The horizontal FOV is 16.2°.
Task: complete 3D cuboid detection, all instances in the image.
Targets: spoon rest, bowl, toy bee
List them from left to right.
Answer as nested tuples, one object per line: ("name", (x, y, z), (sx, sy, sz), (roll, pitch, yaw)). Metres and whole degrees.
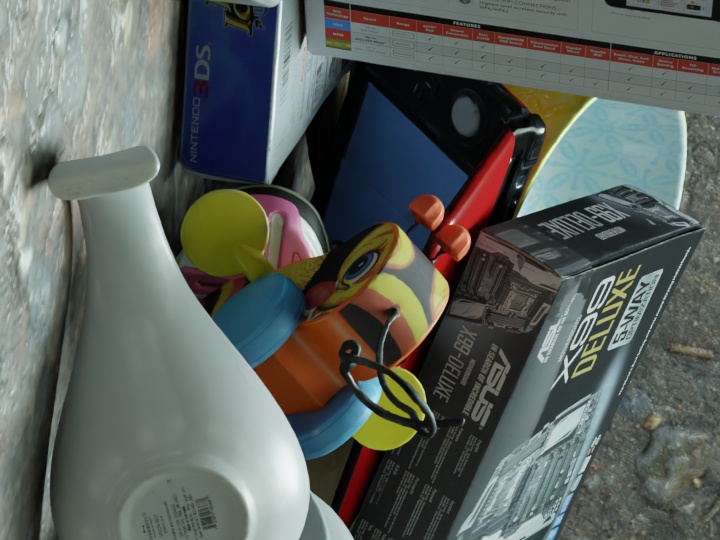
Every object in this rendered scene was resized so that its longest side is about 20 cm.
("spoon rest", (-0.076, 0.042, 0.952), (0.061, 0.099, 0.200), (-106, -174, -64))
("toy bee", (-0.004, 0.023, 1.023), (0.109, 0.200, 0.131), (-51, 135, -25))
("bowl", (0.077, -0.029, 1.340), (0.200, 0.108, 0.200), (-40, 142, -40))

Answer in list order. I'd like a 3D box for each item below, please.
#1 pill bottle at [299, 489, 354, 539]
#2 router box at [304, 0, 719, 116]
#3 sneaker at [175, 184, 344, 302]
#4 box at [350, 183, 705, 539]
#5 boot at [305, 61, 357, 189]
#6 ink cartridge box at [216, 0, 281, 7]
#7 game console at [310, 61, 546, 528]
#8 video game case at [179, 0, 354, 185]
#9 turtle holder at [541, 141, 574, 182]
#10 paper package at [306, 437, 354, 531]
("pill bottle", (-0.052, 0.153, 1.097), (0.200, 0.116, 0.116), (80, 21, -65))
("router box", (0.076, -0.153, 1.039), (0.180, 0.200, 0.049), (89, 15, -49))
("sneaker", (-0.044, 0.002, 1.154), (0.200, 0.074, 0.087), (92, 10, -62))
("box", (0.076, 0.063, 1.221), (0.158, 0.050, 0.200), (-17, 135, -58))
("boot", (0.042, -0.125, 1.303), (0.077, 0.138, 0.200), (-109, -159, -57))
("ink cartridge box", (-0.069, -0.163, 0.761), (0.200, 0.086, 0.148), (-1, 100, -80))
("game console", (0.000, 0.000, 1.209), (0.119, 0.172, 0.200), (-13, 136, -38))
("video game case", (-0.033, -0.162, 1.133), (0.181, 0.045, 0.200), (-58, 156, -65))
("turtle holder", (0.091, -0.119, 1.465), (0.141, 0.132, 0.186), (-41, 179, 33))
("paper package", (0.006, 0.077, 1.453), (0.200, 0.103, 0.191), (-70, 166, -48))
